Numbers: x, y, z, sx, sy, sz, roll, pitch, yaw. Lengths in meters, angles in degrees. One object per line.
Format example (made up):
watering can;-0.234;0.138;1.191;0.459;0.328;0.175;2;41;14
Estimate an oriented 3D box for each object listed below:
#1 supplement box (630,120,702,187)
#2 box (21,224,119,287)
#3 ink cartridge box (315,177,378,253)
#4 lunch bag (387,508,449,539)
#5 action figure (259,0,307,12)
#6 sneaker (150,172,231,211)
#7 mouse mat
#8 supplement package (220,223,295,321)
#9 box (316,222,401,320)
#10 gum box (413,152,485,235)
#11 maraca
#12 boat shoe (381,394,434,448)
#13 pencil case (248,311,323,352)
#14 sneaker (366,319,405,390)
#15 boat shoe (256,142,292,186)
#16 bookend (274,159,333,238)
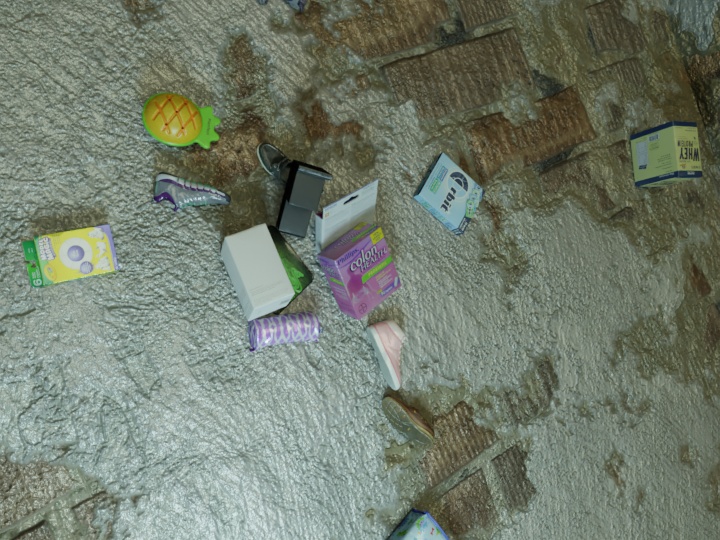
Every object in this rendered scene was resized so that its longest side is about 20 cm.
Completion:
supplement box;1.144;-0.431;2.346;0.131;0.199;0.205;-4;87;-25
box;-0.689;-0.035;1.489;0.196;0.048;0.120;-14;90;-25
ink cartridge box;-0.040;-0.157;1.748;0.194;0.202;0.043;-31;59;-26
lunch bag;0.176;0.814;1.776;0.170;0.127;0.201;-42;93;-24
action figure;-0.244;-0.817;1.784;0.196;0.069;0.133;16;85;-20
sneaker;-0.439;-0.186;1.622;0.196;0.074;0.090;16;88;-12
mouse mat;-0.238;-0.003;1.728;0.161;0.007;0.201;-44;104;-23
supplement package;-0.269;0.005;1.623;0.118;0.121;0.203;-21;80;-24
box;0.000;0.000;1.762;0.175;0.096;0.203;-36;119;-25
gum box;0.285;-0.242;1.990;0.199;0.044;0.172;37;70;-17
maraca;-0.458;-0.383;1.605;0.196;0.106;0.141;8;80;-25
boat shoe;0.141;0.435;1.840;0.200;0.072;0.068;44;35;-7
pencil case;-0.205;0.163;1.689;0.196;0.084;0.088;-4;109;-25
sneaker;0.100;0.239;1.828;0.103;0.075;0.204;-22;90;-21
boat shoe;-0.208;-0.278;1.739;0.074;0.066;0.201;-40;102;-24
bookend;-0.152;-0.175;1.638;0.090;0.200;0.203;14;100;-14
